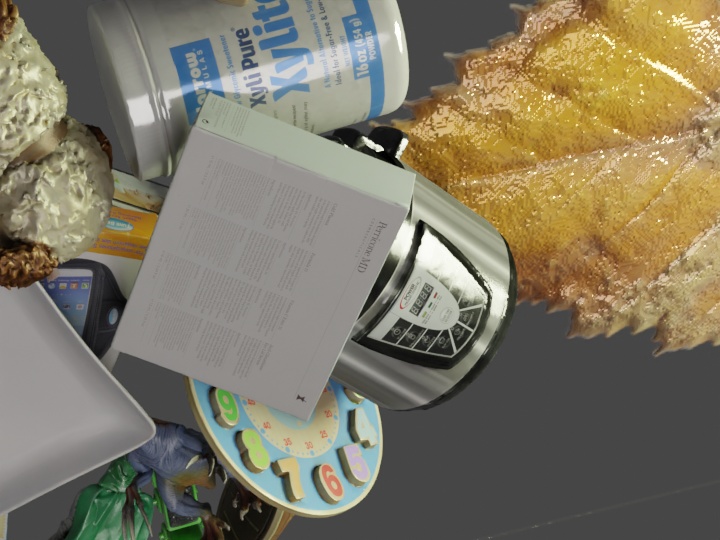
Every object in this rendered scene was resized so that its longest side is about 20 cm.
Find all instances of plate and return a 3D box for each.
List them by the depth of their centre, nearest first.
[{"bbox_3d":[-0.277,0.085,1.165,0.199,0.032,0.200,-27,121,10],"label":"plate"}]

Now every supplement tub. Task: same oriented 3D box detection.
[{"bbox_3d":[-0.078,-0.149,1.153,0.199,0.132,0.132,-18,127,-12],"label":"supplement tub"}]

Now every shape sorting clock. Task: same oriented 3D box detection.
[{"bbox_3d":[-0.056,0.098,1.292,0.200,0.200,0.039,24,133,-33],"label":"shape sorting clock"}]

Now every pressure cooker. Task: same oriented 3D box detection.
[{"bbox_3d":[-0.002,0.000,1.257,0.178,0.176,0.200,-33,131,31],"label":"pressure cooker"}]

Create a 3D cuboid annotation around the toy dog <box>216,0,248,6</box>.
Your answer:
[{"bbox_3d":[-0.096,-0.268,1.042,0.132,0.096,0.201,-11,97,-19],"label":"toy dog"}]

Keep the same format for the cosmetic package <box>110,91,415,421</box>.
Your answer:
[{"bbox_3d":[-0.069,-0.005,1.120,0.150,0.052,0.200,23,125,-5],"label":"cosmetic package"}]

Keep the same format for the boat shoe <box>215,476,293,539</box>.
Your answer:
[{"bbox_3d":[-0.059,0.175,1.412,0.068,0.072,0.200,4,124,-43],"label":"boat shoe"}]

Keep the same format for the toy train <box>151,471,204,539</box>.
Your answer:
[{"bbox_3d":[-0.150,0.243,1.430,0.042,0.056,0.200,-15,126,-13],"label":"toy train"}]

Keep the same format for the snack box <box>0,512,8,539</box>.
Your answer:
[{"bbox_3d":[-0.332,0.131,1.291,0.116,0.037,0.200,-2,122,-21],"label":"snack box"}]

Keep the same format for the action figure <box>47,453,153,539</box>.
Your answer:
[{"bbox_3d":[-0.229,0.244,1.399,0.118,0.055,0.200,16,108,-29],"label":"action figure"}]

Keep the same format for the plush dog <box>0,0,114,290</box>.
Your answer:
[{"bbox_3d":[-0.225,-0.083,1.061,0.160,0.200,0.172,-19,118,37],"label":"plush dog"}]

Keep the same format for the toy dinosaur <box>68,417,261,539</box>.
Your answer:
[{"bbox_3d":[-0.161,0.150,1.293,0.105,0.200,0.182,-39,117,3],"label":"toy dinosaur"}]

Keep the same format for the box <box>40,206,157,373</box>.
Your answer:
[{"bbox_3d":[-0.231,0.038,1.194,0.119,0.042,0.200,10,121,-27],"label":"box"}]

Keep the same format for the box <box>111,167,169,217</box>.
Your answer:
[{"bbox_3d":[-0.216,-0.021,1.224,0.200,0.060,0.117,18,114,-31],"label":"box"}]
